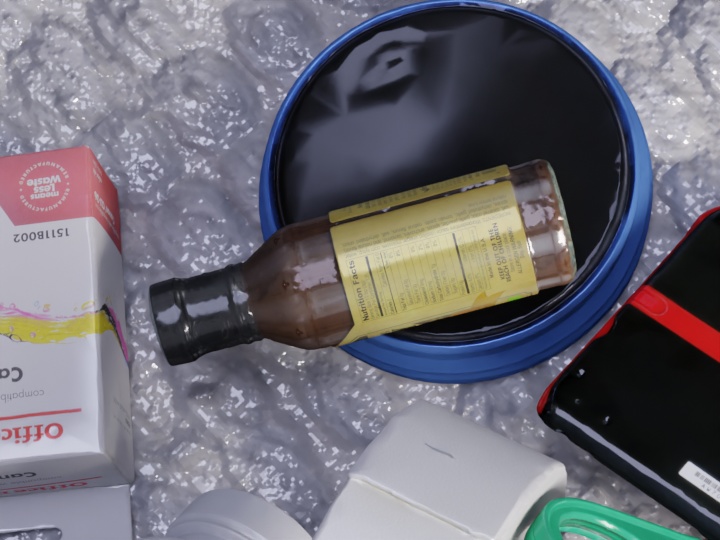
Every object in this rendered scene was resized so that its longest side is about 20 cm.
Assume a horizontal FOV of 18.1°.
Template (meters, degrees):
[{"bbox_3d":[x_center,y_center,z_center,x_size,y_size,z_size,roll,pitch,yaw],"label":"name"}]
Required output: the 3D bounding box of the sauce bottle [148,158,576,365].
[{"bbox_3d":[0.000,0.000,1.067,0.199,0.065,0.065,-14,71,4],"label":"sauce bottle"}]

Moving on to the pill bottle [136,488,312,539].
[{"bbox_3d":[-0.097,0.191,0.999,0.112,0.112,0.200,28,48,15],"label":"pill bottle"}]

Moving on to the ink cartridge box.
[{"bbox_3d":[-0.176,0.048,1.111,0.116,0.068,0.201,-8,71,5],"label":"ink cartridge box"}]

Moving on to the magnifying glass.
[{"bbox_3d":[0.141,0.130,0.986,0.080,0.200,0.022,44,113,32],"label":"magnifying glass"}]

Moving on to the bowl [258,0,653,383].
[{"bbox_3d":[0.047,-0.045,1.130,0.200,0.039,0.201,-2,72,6],"label":"bowl"}]

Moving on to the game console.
[{"bbox_3d":[0.206,0.067,1.045,0.200,0.031,0.177,34,57,17],"label":"game console"}]

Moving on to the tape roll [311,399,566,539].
[{"bbox_3d":[0.017,0.160,0.980,0.071,0.203,0.203,25,76,15],"label":"tape roll"}]
